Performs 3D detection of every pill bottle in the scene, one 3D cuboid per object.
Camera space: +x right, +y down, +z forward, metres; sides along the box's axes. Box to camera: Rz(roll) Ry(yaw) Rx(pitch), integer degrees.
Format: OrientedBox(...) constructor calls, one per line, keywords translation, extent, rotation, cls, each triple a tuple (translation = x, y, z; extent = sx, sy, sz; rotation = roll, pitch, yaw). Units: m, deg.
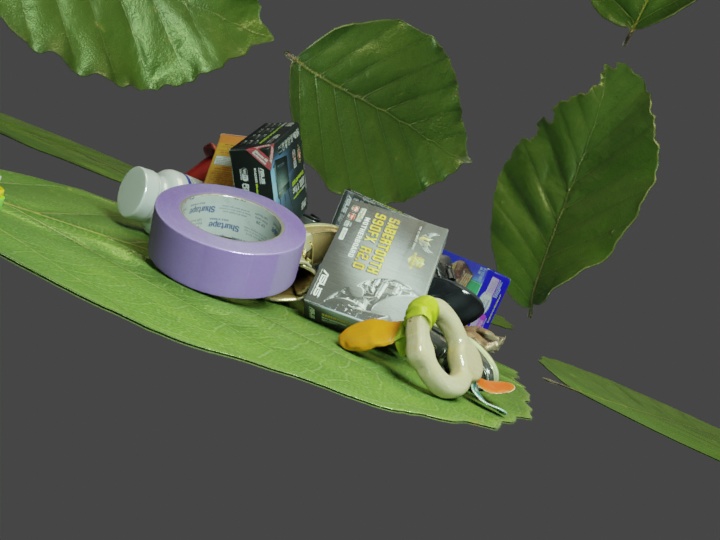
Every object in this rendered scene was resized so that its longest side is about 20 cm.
OrientedBox(translation=(-0.290, -0.099, 1.160), extent=(0.112, 0.113, 0.199), rotation=(27, 6, 43), cls="pill bottle")

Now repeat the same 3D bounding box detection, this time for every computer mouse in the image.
OrientedBox(translation=(0.103, 0.049, 1.103), extent=(0.199, 0.053, 0.139), rotation=(15, -28, 46), cls="computer mouse")

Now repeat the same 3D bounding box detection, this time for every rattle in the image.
OrientedBox(translation=(0.090, 0.131, 0.912), extent=(0.200, 0.142, 0.131), rotation=(39, 25, -40), cls="rattle")

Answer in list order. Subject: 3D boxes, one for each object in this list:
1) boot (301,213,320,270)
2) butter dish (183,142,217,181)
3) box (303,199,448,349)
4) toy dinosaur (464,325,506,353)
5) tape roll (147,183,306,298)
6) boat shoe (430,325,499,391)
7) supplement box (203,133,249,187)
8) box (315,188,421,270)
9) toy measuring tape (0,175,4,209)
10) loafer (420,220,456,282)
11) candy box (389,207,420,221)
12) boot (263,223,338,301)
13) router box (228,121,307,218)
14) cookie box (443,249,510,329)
OrientedBox(translation=(-0.104, -0.038, 1.280), extent=(0.069, 0.133, 0.199), rotation=(21, 5, -45), cls="boot")
OrientedBox(translation=(-0.290, -0.123, 1.338), extent=(0.201, 0.147, 0.200), rotation=(63, -13, -14), cls="butter dish")
OrientedBox(translation=(0.025, 0.003, 1.026), extent=(0.157, 0.201, 0.049), rotation=(18, -34, 10), cls="box")
OrientedBox(translation=(0.152, 0.115, 1.123), extent=(0.135, 0.087, 0.200), rotation=(25, 8, 15), cls="toy dinosaur")
OrientedBox(translation=(-0.174, -0.043, 0.928), extent=(0.198, 0.066, 0.201), rotation=(15, 25, -7), cls="tape roll")
OrientedBox(translation=(0.108, 0.114, 1.015), extent=(0.066, 0.072, 0.200), rotation=(-16, 41, -40), cls="boat shoe")
OrientedBox(translation=(-0.211, -0.118, 1.103), extent=(0.068, 0.202, 0.067), rotation=(7, -34, 1), cls="supplement box")
OrientedBox(translation=(0.006, -0.034, 1.353), extent=(0.159, 0.202, 0.044), rotation=(22, 9, -1), cls="box")
OrientedBox(translation=(-0.364, -0.071, 0.672), extent=(0.073, 0.074, 0.200), rotation=(22, 4, -9), cls="toy measuring tape")
OrientedBox(translation=(0.126, -0.019, 1.229), extent=(0.072, 0.063, 0.201), rotation=(36, 15, -41), cls="loafer")
OrientedBox(translation=(0.026, -0.033, 1.452), extent=(0.167, 0.202, 0.071), rotation=(24, 1, 24), cls="candy box")
OrientedBox(translation=(-0.090, -0.014, 1.079), extent=(0.198, 0.074, 0.155), rotation=(-11, 21, -24), cls="boot")
OrientedBox(translation=(-0.138, -0.138, 1.103), extent=(0.061, 0.151, 0.200), rotation=(0, 23, 9), cls="router box")
OrientedBox(translation=(0.161, 0.053, 1.342), extent=(0.075, 0.173, 0.199), rotation=(24, 2, -38), cls="cookie box")
